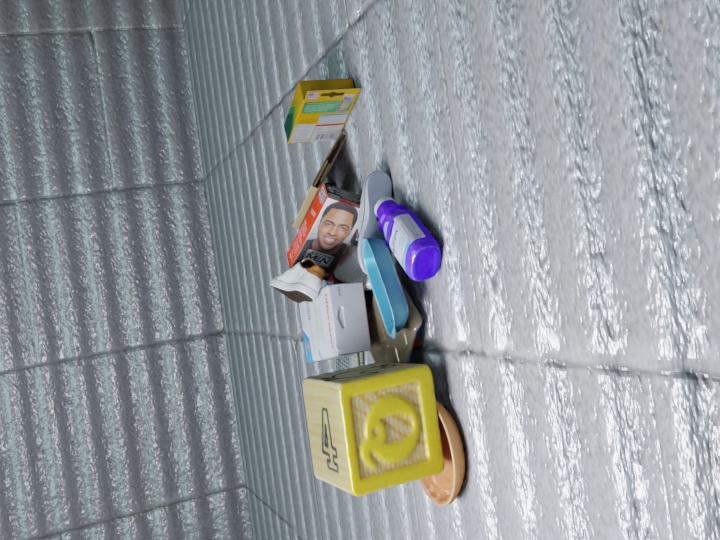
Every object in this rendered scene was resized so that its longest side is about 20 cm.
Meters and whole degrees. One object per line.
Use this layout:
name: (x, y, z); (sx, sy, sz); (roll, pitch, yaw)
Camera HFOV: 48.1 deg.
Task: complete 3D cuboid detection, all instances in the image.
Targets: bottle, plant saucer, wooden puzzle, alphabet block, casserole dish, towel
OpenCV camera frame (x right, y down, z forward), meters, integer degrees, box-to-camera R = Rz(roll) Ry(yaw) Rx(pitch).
bottle: (0.081, -0.067, 1.489); (0.201, 0.064, 0.085); (-122, 27, -48)
plant saucer: (0.144, 0.333, 1.507); (0.200, 0.037, 0.205); (172, 90, -71)
wooden puzzle: (0.071, 0.116, 1.624); (0.187, 0.045, 0.203); (-118, 33, -43)
alphabet block: (0.019, 0.283, 1.489); (0.199, 0.191, 0.201); (-10, 89, 65)
casserole dish: (0.048, 0.027, 1.516); (0.122, 0.038, 0.204); (101, 152, -69)
towel: (-0.040, 0.181, 1.955); (0.192, 0.034, 0.205); (-142, 49, -63)

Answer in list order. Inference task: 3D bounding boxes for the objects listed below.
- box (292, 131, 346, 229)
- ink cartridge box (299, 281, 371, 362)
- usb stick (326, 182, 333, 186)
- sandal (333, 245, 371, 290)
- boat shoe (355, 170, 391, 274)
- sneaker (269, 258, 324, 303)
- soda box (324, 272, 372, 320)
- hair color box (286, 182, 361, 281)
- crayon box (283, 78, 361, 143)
box: (-0.095, -0.203, 1.848); (0.166, 0.021, 0.200); (-65, 5, -29)
ink cartridge box: (-0.057, 0.113, 1.729); (0.199, 0.083, 0.148); (155, 108, -66)
usb stick: (-0.078, -0.108, 1.954); (0.056, 0.032, 0.205); (-124, 32, -63)
sandal: (-0.005, 0.006, 1.768); (0.050, 0.083, 0.203); (43, 179, -28)
boat shoe: (0.021, -0.095, 1.628); (0.086, 0.073, 0.208); (-174, 84, -77)
sneaker: (-0.129, 0.019, 1.743); (0.199, 0.072, 0.086); (3, 62, 60)
soda box: (-0.032, 0.044, 1.843); (0.071, 0.062, 0.202); (105, 151, -46)
hair color box: (-0.077, -0.082, 1.770); (0.202, 0.100, 0.062); (-61, 28, 28)
crayon box: (-0.085, -0.354, 1.755); (0.200, 0.123, 0.053); (126, 133, -61)
